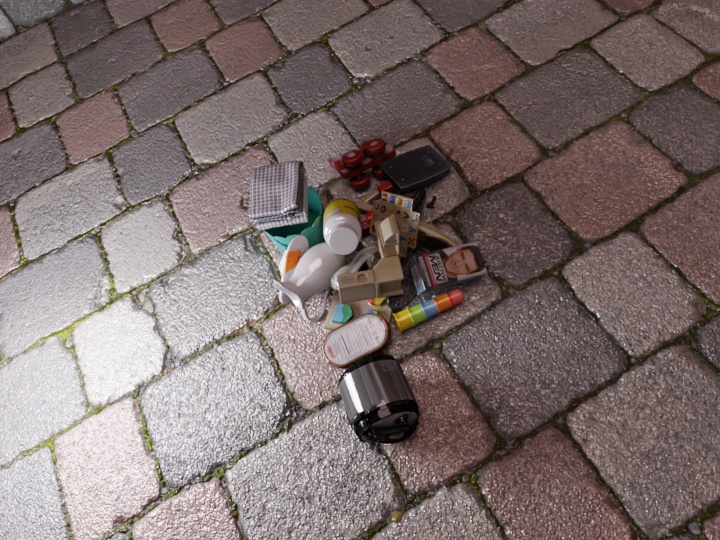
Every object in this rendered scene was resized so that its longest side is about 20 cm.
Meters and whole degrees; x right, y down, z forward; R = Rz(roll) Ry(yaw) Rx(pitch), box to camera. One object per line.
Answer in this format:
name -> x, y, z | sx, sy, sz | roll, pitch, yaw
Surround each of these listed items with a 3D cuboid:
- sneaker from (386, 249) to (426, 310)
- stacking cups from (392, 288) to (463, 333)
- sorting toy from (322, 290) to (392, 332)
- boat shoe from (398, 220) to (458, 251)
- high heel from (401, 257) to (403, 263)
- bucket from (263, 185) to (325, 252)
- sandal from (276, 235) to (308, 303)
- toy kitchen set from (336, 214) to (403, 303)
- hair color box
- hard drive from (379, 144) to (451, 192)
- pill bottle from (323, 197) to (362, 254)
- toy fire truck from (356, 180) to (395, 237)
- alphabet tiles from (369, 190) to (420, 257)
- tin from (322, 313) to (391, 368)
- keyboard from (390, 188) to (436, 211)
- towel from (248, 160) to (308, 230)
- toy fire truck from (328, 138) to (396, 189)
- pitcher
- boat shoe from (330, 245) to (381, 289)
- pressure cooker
sneaker -> 0.138, 0.033, 1.675 | 0.071, 0.083, 0.201 | 29, 71, 7
stacking cups -> 0.189, 0.103, 1.631 | 0.199, 0.061, 0.061 | -26, 59, -3
sorting toy -> 0.002, 0.100, 1.688 | 0.184, 0.037, 0.201 | 10, 63, 17
boat shoe -> 0.203, -0.110, 1.722 | 0.199, 0.072, 0.076 | 27, 52, -6
high heel -> 0.098, -0.090, 1.742 | 0.067, 0.096, 0.201 | 9, 63, 16
bucket -> -0.198, -0.150, 1.815 | 0.205, 0.135, 0.209 | -6, 60, 10
sandal -> -0.215, -0.007, 1.734 | 0.059, 0.079, 0.208 | 23, 102, 39
toy kitchen set -> 0.016, -0.050, 1.585 | 0.179, 0.164, 0.201 | -9, 55, -3
hair color box -> 0.241, -0.008, 1.634 | 0.199, 0.061, 0.100 | -14, 79, -20
hard drive -> 0.174, -0.319, 1.865 | 0.199, 0.042, 0.135 | -25, 57, -22
pill bottle -> -0.051, -0.124, 1.683 | 0.110, 0.112, 0.200 | -13, 28, 4
toy fire truck -> 0.029, -0.183, 1.838 | 0.199, 0.049, 0.142 | -24, 58, -1
alphabet tiles -> 0.095, -0.135, 1.698 | 0.006, 0.168, 0.199 | -5, 19, -39
tin -> -0.012, 0.191, 1.616 | 0.199, 0.042, 0.113 | -28, 65, 6
keyboard -> 0.170, -0.213, 1.774 | 0.126, 0.021, 0.200 | 9, 25, 12
towel -> -0.243, -0.227, 1.741 | 0.164, 0.086, 0.201 | -8, 58, 8
toy fire truck -> 0.007, -0.369, 1.925 | 0.199, 0.113, 0.168 | -27, 40, -6
pitcher -> -0.124, 0.032, 1.702 | 0.200, 0.172, 0.121 | -44, 24, -21
boat shoe -> 0.000, -0.001, 1.700 | 0.064, 0.075, 0.202 | 27, 45, 29
pressure cooker -> 0.049, 0.333, 1.462 | 0.175, 0.179, 0.201 | -22, 58, -5
